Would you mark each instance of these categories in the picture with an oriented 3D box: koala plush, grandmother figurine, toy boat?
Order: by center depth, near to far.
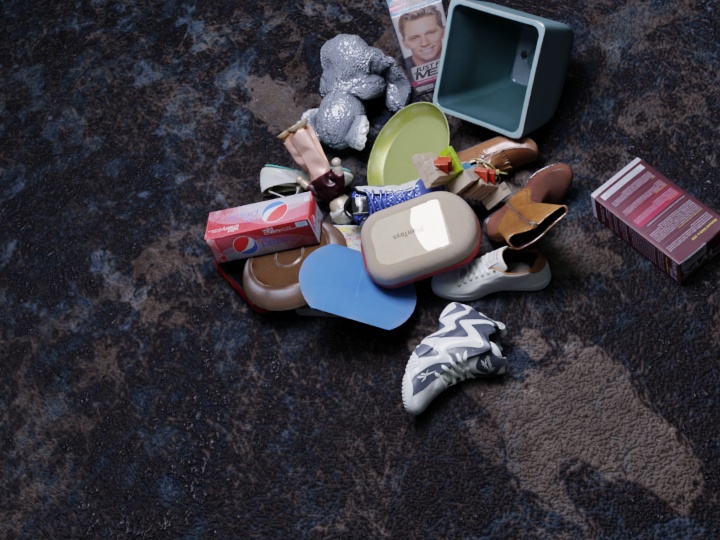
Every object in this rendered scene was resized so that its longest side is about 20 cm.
[{"bbox_3d":[0.105,-0.041,1.627,0.197,0.131,0.133,-18,68,13],"label":"toy boat"},{"bbox_3d":[-0.067,-0.171,1.765,0.060,0.202,0.121,-37,11,-29],"label":"grandmother figurine"},{"bbox_3d":[-0.027,-0.320,1.874,0.175,0.184,0.203,14,72,28],"label":"koala plush"}]

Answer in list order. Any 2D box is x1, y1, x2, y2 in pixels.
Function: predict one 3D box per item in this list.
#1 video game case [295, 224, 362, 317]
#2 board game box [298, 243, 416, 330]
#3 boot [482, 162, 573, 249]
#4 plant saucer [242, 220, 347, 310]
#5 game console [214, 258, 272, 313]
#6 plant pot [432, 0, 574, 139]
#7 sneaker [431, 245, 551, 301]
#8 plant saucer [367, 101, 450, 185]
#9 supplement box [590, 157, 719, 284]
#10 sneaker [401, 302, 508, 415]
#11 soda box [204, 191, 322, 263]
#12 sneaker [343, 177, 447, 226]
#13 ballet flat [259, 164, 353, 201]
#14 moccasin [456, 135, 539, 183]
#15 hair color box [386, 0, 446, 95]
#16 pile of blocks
[{"bbox_3d":[0.000,0.000,1.711,0.197,0.023,0.184,2,56,22],"label":"video game case"},{"bbox_3d":[-0.007,0.036,1.625,0.197,0.039,0.159,16,43,-2],"label":"board game box"},{"bbox_3d":[0.287,-0.108,1.579,0.186,0.069,0.200,-30,7,-2],"label":"boot"},{"bbox_3d":[-0.119,-0.020,1.707,0.197,0.032,0.203,-13,48,14],"label":"plant saucer"},{"bbox_3d":[-0.158,-0.024,1.773,0.176,0.031,0.200,-39,46,-12],"label":"game console"},{"bbox_3d":[0.275,-0.366,1.760,0.195,0.199,0.199,26,28,33],"label":"plant pot"},{"bbox_3d":[0.205,-0.006,1.601,0.196,0.085,0.074,-9,54,16],"label":"sneaker"},{"bbox_3d":[0.092,-0.202,1.774,0.198,0.031,0.203,-23,56,40],"label":"plant saucer"},{"bbox_3d":[0.474,-0.082,1.571,0.108,0.061,0.200,-36,50,-7],"label":"supplement box"},{"bbox_3d":[0.156,0.145,1.509,0.128,0.080,0.200,12,50,37],"label":"sneaker"},{"bbox_3d":[-0.168,-0.074,1.712,0.197,0.064,0.071,-11,47,16],"label":"soda box"},{"bbox_3d":[0.047,-0.108,1.678,0.197,0.114,0.082,-6,93,38],"label":"sneaker"},{"bbox_3d":[-0.104,-0.158,1.846,0.197,0.070,0.070,5,57,28],"label":"ballet flat"},{"bbox_3d":[0.215,-0.183,1.732,0.198,0.074,0.079,-11,54,13],"label":"moccasin"},{"bbox_3d":[0.122,-0.433,1.868,0.098,0.201,0.061,-17,51,7],"label":"hair color box"},{"bbox_3d":[0.179,-0.165,1.639,0.062,0.198,0.083,-37,50,40],"label":"pile of blocks"}]
